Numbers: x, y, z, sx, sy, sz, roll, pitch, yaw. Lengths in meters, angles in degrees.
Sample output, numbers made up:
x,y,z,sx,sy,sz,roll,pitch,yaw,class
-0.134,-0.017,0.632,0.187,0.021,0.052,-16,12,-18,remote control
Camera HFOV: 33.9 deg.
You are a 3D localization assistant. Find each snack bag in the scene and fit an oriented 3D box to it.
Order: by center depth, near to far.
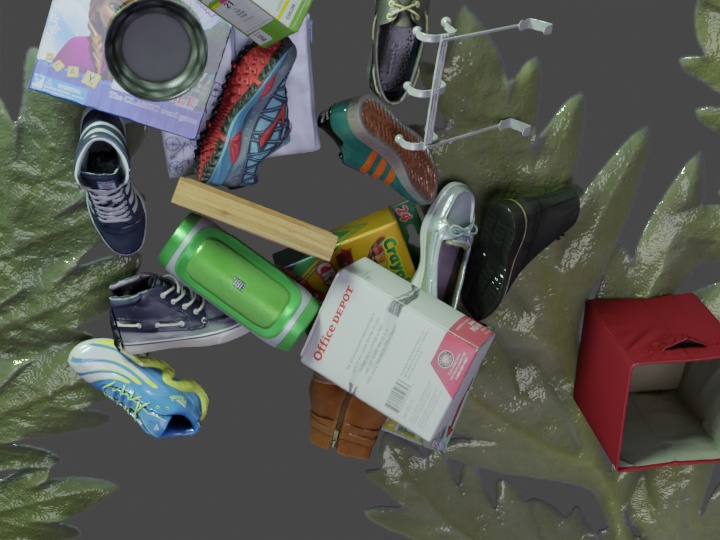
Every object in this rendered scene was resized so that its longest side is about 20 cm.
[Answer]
x,y,z,sx,sy,sz,roll,pitch,yaw,class
-0.147,-0.210,1.428,0.199,0.021,0.189,-8,119,-8,snack bag

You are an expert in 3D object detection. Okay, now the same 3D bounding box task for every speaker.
x,y,z,sx,sy,sz,roll,pitch,yaw,class
-0.151,0.015,1.481,0.200,0.088,0.089,36,107,-5,speaker

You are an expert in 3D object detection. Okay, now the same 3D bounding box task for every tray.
x,y,z,sx,sy,sz,roll,pitch,yaw,class
-0.130,-0.063,1.441,0.199,0.099,0.037,20,89,-8,tray

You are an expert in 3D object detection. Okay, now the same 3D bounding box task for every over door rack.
x,y,z,sx,sy,sz,roll,pitch,yaw,class
0.131,-0.230,1.438,0.200,0.067,0.148,-12,123,-35,over door rack

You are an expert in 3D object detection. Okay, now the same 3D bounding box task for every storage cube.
x,y,z,sx,sy,sz,roll,pitch,yaw,class
0.413,0.149,1.648,0.170,0.180,0.201,-4,118,-10,storage cube

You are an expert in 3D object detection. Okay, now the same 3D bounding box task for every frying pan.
x,y,z,sx,sy,sz,roll,pitch,yaw,class
-0.247,-0.275,1.302,0.115,0.031,0.190,-34,109,3,frying pan

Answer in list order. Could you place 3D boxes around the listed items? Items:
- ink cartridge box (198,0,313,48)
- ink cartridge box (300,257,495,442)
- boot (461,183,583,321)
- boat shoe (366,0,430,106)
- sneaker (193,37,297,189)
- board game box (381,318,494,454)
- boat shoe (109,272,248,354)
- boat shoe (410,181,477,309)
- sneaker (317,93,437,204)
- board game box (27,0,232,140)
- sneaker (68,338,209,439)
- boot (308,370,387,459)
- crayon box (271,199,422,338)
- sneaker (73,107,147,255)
x,y,z,sx,sy,sz,roll,pitch,yaw,class
-0.135,-0.361,1.277,0.200,0.076,0.148,33,69,-26,ink cartridge box
0.045,0.095,1.485,0.200,0.083,0.147,31,113,14,ink cartridge box
0.220,-0.022,1.583,0.138,0.078,0.200,-19,148,-32,boot
0.048,-0.294,1.400,0.072,0.060,0.202,1,118,-13,boat shoe
-0.120,-0.187,1.405,0.095,0.079,0.200,14,118,-38,sneaker
0.088,0.144,1.634,0.134,0.029,0.200,21,114,4,board game box
-0.227,0.045,1.515,0.199,0.075,0.093,-12,127,-4,boat shoe
0.114,-0.013,1.532,0.074,0.065,0.203,19,89,-43,boat shoe
0.024,-0.149,1.476,0.080,0.072,0.200,-3,147,37,sneaker
-0.252,-0.272,1.342,0.199,0.041,0.200,16,106,-16,board game box
-0.286,0.158,1.548,0.200,0.105,0.076,23,111,-22,sneaker
0.019,0.194,1.609,0.199,0.077,0.156,15,111,15,boot
0.000,0.000,1.555,0.200,0.051,0.127,-23,120,0,crayon box
-0.298,-0.091,1.410,0.070,0.109,0.201,-9,119,-6,sneaker
